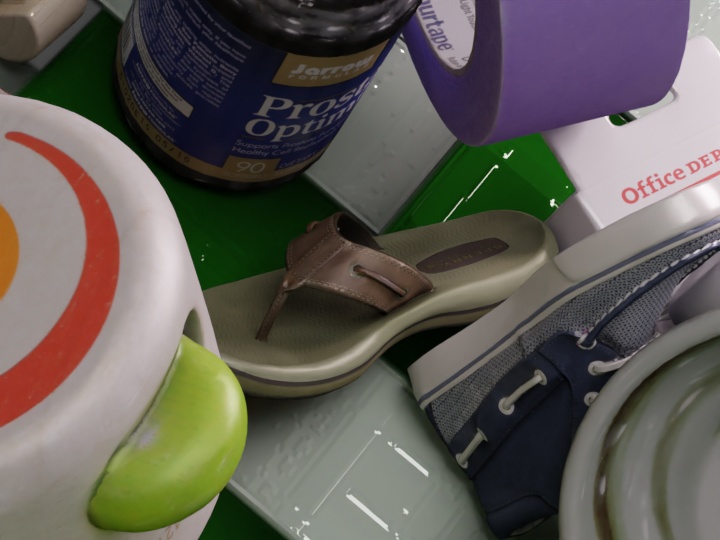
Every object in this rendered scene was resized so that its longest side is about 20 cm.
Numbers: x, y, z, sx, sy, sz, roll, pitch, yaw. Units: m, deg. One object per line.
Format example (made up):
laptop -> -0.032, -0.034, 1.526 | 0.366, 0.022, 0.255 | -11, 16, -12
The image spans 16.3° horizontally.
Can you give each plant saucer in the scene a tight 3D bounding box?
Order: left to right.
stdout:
plant saucer -> 0.182, 0.102, 1.016 | 0.200, 0.200, 0.050 | 42, 24, 2

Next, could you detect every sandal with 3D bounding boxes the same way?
sandal -> 0.000, -0.001, 1.101 | 0.200, 0.058, 0.080 | -22, 40, -32

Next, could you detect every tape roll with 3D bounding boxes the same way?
tape roll -> 0.066, -0.160, 1.085 | 0.085, 0.200, 0.201 | -14, 72, -12

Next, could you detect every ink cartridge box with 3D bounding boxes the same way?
ink cartridge box -> 0.160, 0.004, 1.167 | 0.116, 0.067, 0.200 | -25, 78, -27

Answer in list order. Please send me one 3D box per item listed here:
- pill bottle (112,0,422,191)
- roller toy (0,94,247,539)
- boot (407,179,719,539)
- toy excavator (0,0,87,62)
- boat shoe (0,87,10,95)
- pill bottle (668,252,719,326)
pill bottle -> -0.033, -0.124, 1.077 | 0.111, 0.200, 0.112 | 7, 64, -16
roller toy -> -0.142, 0.041, 0.904 | 0.182, 0.140, 0.200 | -20, 54, -5
boot -> 0.103, 0.040, 1.057 | 0.073, 0.200, 0.091 | -21, 78, -38
toy excavator -> -0.217, -0.196, 1.093 | 0.200, 0.195, 0.100 | 28, 56, 27
boat shoe -> -0.184, 0.000, 1.040 | 0.075, 0.072, 0.201 | 23, 61, -9
pill bottle -> 0.237, 0.050, 1.072 | 0.200, 0.111, 0.111 | 46, 60, 1
